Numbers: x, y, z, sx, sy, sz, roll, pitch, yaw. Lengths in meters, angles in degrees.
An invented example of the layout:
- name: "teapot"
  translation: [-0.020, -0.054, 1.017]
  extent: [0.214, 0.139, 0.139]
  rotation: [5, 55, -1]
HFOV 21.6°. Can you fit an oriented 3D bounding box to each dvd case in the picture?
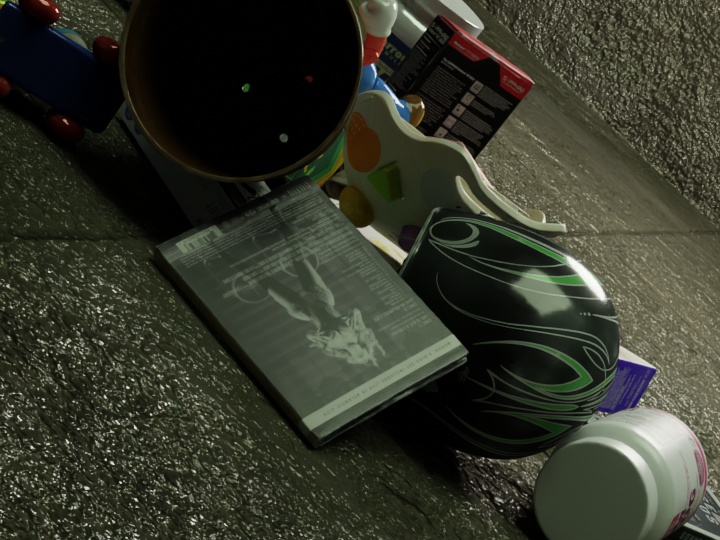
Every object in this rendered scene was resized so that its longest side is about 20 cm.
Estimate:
- name: "dvd case"
  translation: [0.294, 0.214, 1.828]
  extent: [0.199, 0.025, 0.151]
  rotation: [26, 22, -42]
- name: "dvd case"
  translation: [-0.036, 0.026, 1.400]
  extent: [0.148, 0.016, 0.200]
  rotation: [-27, 62, -32]

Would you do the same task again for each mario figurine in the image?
- name: "mario figurine"
  translation: [-0.013, -0.209, 1.776]
  extent: [0.200, 0.123, 0.106]
  rotation: [52, 4, -43]

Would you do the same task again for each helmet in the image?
- name: "helmet"
  translation: [0.111, 0.057, 1.509]
  extent: [0.190, 0.201, 0.200]
  rotation: [26, 15, 4]

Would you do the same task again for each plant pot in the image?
- name: "plant pot"
  translation: [-0.080, -0.152, 1.509]
  extent: [0.187, 0.187, 0.200]
  rotation: [43, 1, 7]

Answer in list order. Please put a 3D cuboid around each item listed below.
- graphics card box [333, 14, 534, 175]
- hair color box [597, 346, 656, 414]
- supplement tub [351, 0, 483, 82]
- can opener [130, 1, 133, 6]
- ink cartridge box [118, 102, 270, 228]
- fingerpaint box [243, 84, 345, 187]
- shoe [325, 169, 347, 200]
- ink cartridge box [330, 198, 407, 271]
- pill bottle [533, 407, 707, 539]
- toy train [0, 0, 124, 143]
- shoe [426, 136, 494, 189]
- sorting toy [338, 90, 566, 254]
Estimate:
- name: "graphics card box"
  translation: [0.071, -0.152, 1.959]
  extent: [0.125, 0.200, 0.051]
  rotation: [28, 15, -37]
- name: "hair color box"
  translation: [0.196, 0.083, 1.838]
  extent: [0.109, 0.065, 0.200]
  rotation: [34, 11, 31]
- name: "supplement tub"
  translation: [0.024, -0.226, 2.049]
  extent: [0.145, 0.200, 0.145]
  rotation: [37, 16, -12]
- name: "can opener"
  translation: [-0.165, -0.240, 1.902]
  extent: [0.200, 0.066, 0.053]
  rotation: [49, 15, 9]
- name: "ink cartridge box"
  translation: [-0.122, -0.074, 1.573]
  extent: [0.094, 0.044, 0.200]
  rotation: [27, 21, -47]
- name: "fingerpaint box"
  translation: [-0.103, -0.166, 1.743]
  extent: [0.200, 0.073, 0.167]
  rotation: [43, 0, 7]
- name: "shoe"
  translation: [0.035, -0.035, 1.833]
  extent: [0.053, 0.070, 0.200]
  rotation: [-11, 44, -34]
- name: "ink cartridge box"
  translation: [0.000, 0.000, 1.665]
  extent: [0.146, 0.048, 0.200]
  rotation: [49, 14, 23]
- name: "pill bottle"
  translation: [0.215, 0.178, 1.565]
  extent: [0.113, 0.114, 0.200]
  rotation: [45, 16, 15]
- name: "toy train"
  translation: [-0.277, -0.188, 1.456]
  extent: [0.199, 0.085, 0.116]
  rotation: [32, 8, -31]
- name: "shoe"
  translation: [0.108, -0.057, 1.838]
  extent: [0.200, 0.071, 0.091]
  rotation: [44, -13, 48]
- name: "sorting toy"
  translation: [0.087, -0.061, 1.617]
  extent: [0.200, 0.107, 0.180]
  rotation: [35, -15, -22]
